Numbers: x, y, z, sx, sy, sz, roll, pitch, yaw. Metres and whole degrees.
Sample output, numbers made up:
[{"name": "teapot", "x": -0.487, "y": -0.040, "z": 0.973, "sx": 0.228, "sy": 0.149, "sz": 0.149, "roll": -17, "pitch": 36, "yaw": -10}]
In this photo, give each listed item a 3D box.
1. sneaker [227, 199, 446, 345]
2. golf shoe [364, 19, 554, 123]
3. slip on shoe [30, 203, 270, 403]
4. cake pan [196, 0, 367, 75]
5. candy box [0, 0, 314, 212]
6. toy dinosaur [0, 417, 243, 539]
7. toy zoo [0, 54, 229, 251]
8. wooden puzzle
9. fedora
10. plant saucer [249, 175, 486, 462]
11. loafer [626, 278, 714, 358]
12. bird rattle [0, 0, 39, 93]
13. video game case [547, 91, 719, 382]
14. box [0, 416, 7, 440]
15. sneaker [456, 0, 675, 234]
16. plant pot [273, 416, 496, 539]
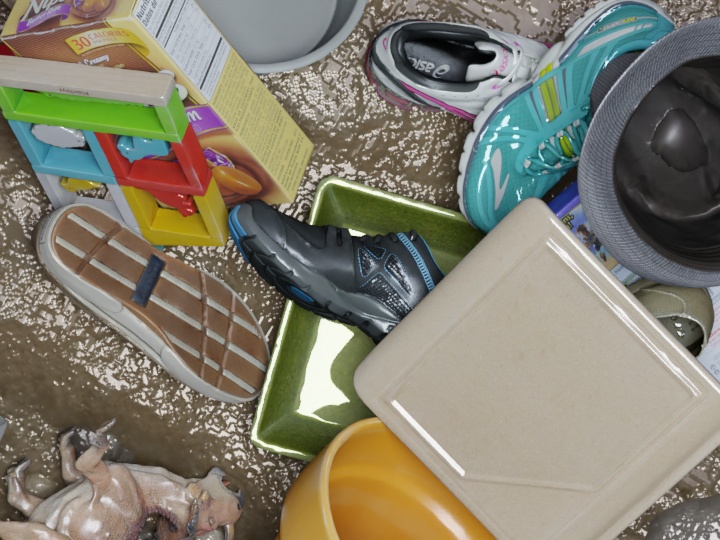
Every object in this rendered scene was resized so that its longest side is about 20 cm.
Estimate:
[{"name": "sneaker", "x": 0.000, "y": 0.000, "z": 1.280, "sx": 0.199, "sy": 0.073, "sz": 0.082, "roll": 33, "pitch": 80, "yaw": -14}, {"name": "golf shoe", "x": 0.103, "y": -0.134, "z": 1.326, "sx": 0.199, "sy": 0.092, "sz": 0.073, "roll": 9, "pitch": 87, "yaw": -7}, {"name": "slip on shoe", "x": -0.151, "y": 0.026, "z": 1.315, "sx": 0.200, "sy": 0.060, "sz": 0.076, "roll": 35, "pitch": 66, "yaw": -22}, {"name": "cake pan", "x": -0.090, "y": -0.223, "z": 1.299, "sx": 0.199, "sy": 0.037, "sz": 0.202, "roll": 8, "pitch": 67, "yaw": -20}, {"name": "candy box", "x": -0.133, "y": -0.119, "z": 1.237, "sx": 0.200, "sy": 0.116, "sz": 0.057, "roll": 50, "pitch": 49, "yaw": -41}, {"name": "toy dinosaur", "x": -0.188, "y": 0.186, "z": 1.297, "sx": 0.199, "sy": 0.086, "sz": 0.136, "roll": -32, "pitch": 99, "yaw": 0}, {"name": "toy zoo", "x": -0.164, "y": -0.071, "z": 1.258, "sx": 0.130, "sy": 0.200, "sz": 0.021, "roll": 8, "pitch": 59, "yaw": 17}, {"name": "wooden puzzle", "x": 0.120, "y": 0.081, "z": 1.213, "sx": 0.200, "sy": 0.037, "sz": 0.185, "roll": 47, "pitch": 110, "yaw": 7}, {"name": "fedora", "x": 0.213, "y": -0.085, "z": 1.212, "sx": 0.200, "sy": 0.090, "sz": 0.177, "roll": 32, "pitch": 99, "yaw": -30}, {"name": "plant saucer", "x": 0.038, "y": 0.054, "z": 1.337, "sx": 0.198, "sy": 0.048, "sz": 0.201, "roll": 16, "pitch": 88, "yaw": -5}, {"name": "loafer", "x": 0.151, "y": 0.065, "z": 1.249, "sx": 0.199, "sy": 0.067, "sz": 0.076, "roll": -33, "pitch": 102, "yaw": 4}, {"name": "bird rattle", "x": -0.211, "y": -0.216, "z": 1.295, "sx": 0.163, "sy": 0.113, "sz": 0.200, "roll": -43, "pitch": 96, "yaw": -21}, {"name": "video game case", "x": 0.224, "y": -0.005, "z": 1.302, "sx": 0.200, "sy": 0.045, "sz": 0.182, "roll": -40, "pitch": 102, "yaw": 1}, {"name": "box", "x": -0.353, "y": 0.161, "z": 1.218, "sx": 0.170, "sy": 0.200, "sz": 0.200, "roll": 24, "pitch": 86, "yaw": -7}, {"name": "sneaker", "x": 0.142, "y": -0.104, "z": 1.273, "sx": 0.077, "sy": 0.080, "sz": 0.200, "roll": 31, "pitch": 105, "yaw": -34}, {"name": "plant pot", "x": 0.003, "y": 0.233, "z": 1.251, "sx": 0.200, "sy": 0.200, "sz": 0.183, "roll": 41, "pitch": 122, "yaw": -4}]
